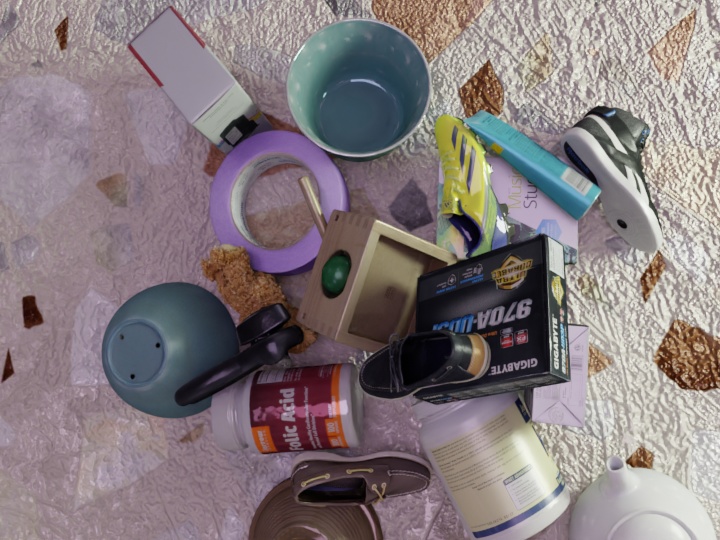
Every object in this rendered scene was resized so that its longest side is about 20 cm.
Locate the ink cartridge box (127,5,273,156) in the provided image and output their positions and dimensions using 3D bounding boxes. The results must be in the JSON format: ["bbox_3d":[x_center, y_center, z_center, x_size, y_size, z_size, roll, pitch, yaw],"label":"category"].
[{"bbox_3d":[-0.216,-0.252,1.020,0.083,0.200,0.146,-41,81,2],"label":"ink cartridge box"}]

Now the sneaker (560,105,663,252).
[{"bbox_3d":[0.366,-0.133,0.975,0.112,0.073,0.201,-41,98,-19],"label":"sneaker"}]

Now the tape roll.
[{"bbox_3d":[-0.116,-0.096,1.060,0.196,0.066,0.205,-1,85,10],"label":"tape roll"}]

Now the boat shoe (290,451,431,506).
[{"bbox_3d":[0.003,0.288,0.989,0.196,0.060,0.073,4,122,-7],"label":"boat shoe"}]

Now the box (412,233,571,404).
[{"bbox_3d":[0.148,0.062,0.852,0.198,0.046,0.162,-20,58,45],"label":"box"}]

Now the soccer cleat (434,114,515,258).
[{"bbox_3d":[0.137,-0.113,0.977,0.082,0.065,0.203,-21,84,-12],"label":"soccer cleat"}]

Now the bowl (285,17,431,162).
[{"bbox_3d":[-0.003,-0.233,1.017,0.196,0.105,0.205,0,76,-1],"label":"bowl"}]

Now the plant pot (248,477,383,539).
[{"bbox_3d":[-0.070,0.390,1.006,0.196,0.093,0.205,-1,85,10],"label":"plant pot"}]

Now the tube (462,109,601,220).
[{"bbox_3d":[0.227,-0.148,0.970,0.199,0.077,0.051,40,119,8],"label":"tube"}]

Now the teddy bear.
[{"bbox_3d":[-0.148,0.047,1.017,0.144,0.067,0.201,-13,119,45],"label":"teddy bear"}]

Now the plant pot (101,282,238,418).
[{"bbox_3d":[-0.289,0.115,1.041,0.196,0.135,0.205,-1,86,10],"label":"plant pot"}]

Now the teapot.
[{"bbox_3d":[0.358,0.354,0.906,0.197,0.146,0.201,23,91,10],"label":"teapot"}]

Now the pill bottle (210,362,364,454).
[{"bbox_3d":[-0.099,0.194,1.012,0.196,0.114,0.117,-7,85,9],"label":"pill bottle"}]

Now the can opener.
[{"bbox_3d":[-0.162,0.124,0.973,0.199,0.063,0.079,-35,70,13],"label":"can opener"}]

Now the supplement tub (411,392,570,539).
[{"bbox_3d":[0.165,0.238,0.948,0.143,0.145,0.203,-29,82,7],"label":"supplement tub"}]

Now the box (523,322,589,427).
[{"bbox_3d":[0.242,0.123,0.914,0.059,0.200,0.119,4,88,11],"label":"box"}]

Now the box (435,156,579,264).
[{"bbox_3d":[0.204,-0.084,1.018,0.196,0.036,0.148,1,86,11],"label":"box"}]

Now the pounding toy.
[{"bbox_3d":[0.000,0.000,0.972,0.141,0.198,0.187,18,89,53],"label":"pounding toy"}]

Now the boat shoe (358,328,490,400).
[{"bbox_3d":[0.060,0.107,0.851,0.198,0.062,0.076,-19,61,46],"label":"boat shoe"}]
